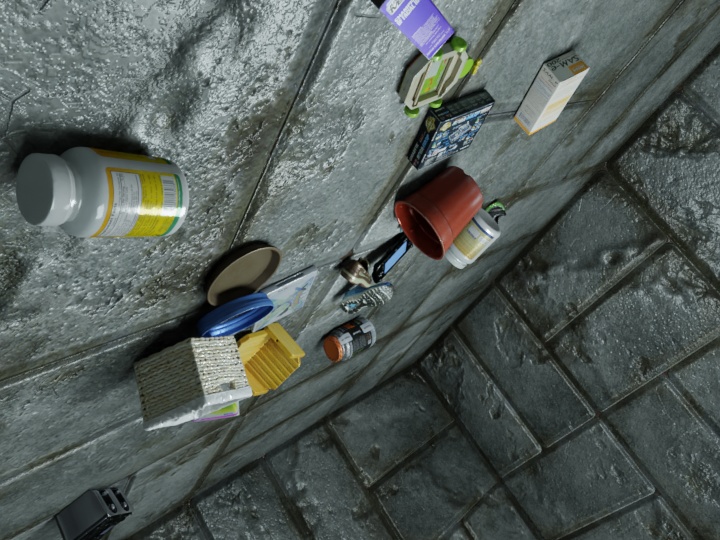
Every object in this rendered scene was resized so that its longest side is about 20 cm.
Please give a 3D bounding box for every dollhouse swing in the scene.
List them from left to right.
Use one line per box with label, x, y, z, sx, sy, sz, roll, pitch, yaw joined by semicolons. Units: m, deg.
dollhouse swing;-0.301;0.281;1.715;0.200;0.182;0.176;-43;-178;18

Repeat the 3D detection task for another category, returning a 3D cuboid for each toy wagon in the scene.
toy wagon;0.163;-0.395;1.173;0.197;0.040;0.156;-30;161;-29

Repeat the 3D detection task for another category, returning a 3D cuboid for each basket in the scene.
basket;-0.396;0.262;1.383;0.196;0.165;0.197;-22;168;19

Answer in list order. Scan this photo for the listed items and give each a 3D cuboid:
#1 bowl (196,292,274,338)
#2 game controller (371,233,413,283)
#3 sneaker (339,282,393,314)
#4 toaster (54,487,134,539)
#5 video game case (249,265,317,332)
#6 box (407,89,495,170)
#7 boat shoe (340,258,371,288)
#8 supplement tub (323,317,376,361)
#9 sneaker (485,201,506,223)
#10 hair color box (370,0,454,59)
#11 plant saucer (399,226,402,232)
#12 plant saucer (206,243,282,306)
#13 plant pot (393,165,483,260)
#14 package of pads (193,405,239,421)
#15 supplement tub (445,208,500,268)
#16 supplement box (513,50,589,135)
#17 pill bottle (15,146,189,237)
bowl;-0.307;0.113;1.419;0.196;0.040;0.201;-27;169;-5
game controller;0.105;-0.047;1.852;0.200;0.042;0.105;-47;168;-22
sneaker;0.019;0.068;1.899;0.195;0.092;0.079;-17;132;26
toaster;-0.881;0.815;1.922;0.198;0.120;0.181;-37;162;-4
video game case;-0.214;0.080;1.614;0.180;0.022;0.201;-27;159;-33
box;0.219;-0.339;1.408;0.197;0.046;0.160;-28;159;-30
boat shoe;0.005;0.004;1.785;0.076;0.074;0.202;-57;167;5
supplement tub;-0.043;0.269;2.252;0.197;0.124;0.123;-22;157;-42
sneaker;0.494;-0.179;2.286;0.076;0.085;0.201;-17;152;-46
hair color box;0.056;-0.396;0.843;0.065;0.110;0.199;-43;162;21
plant saucer;0.200;-0.187;1.792;0.197;0.019;0.070;-34;162;-19
plant saucer;-0.266;0.006;1.319;0.198;0.030;0.201;-35;163;-12
plant pot;0.227;-0.173;1.624;0.195;0.201;0.202;-41;164;-14
package of pads;-0.451;0.400;1.761;0.149;0.070;0.201;-5;156;-9
supplement tub;0.405;-0.119;2.156;0.200;0.146;0.143;-47;160;26
supplement box;0.522;-0.487;1.605;0.124;0.074;0.201;-29;160;-25
pill bottle;-0.337;-0.101;0.774;0.113;0.114;0.198;-46;161;25
